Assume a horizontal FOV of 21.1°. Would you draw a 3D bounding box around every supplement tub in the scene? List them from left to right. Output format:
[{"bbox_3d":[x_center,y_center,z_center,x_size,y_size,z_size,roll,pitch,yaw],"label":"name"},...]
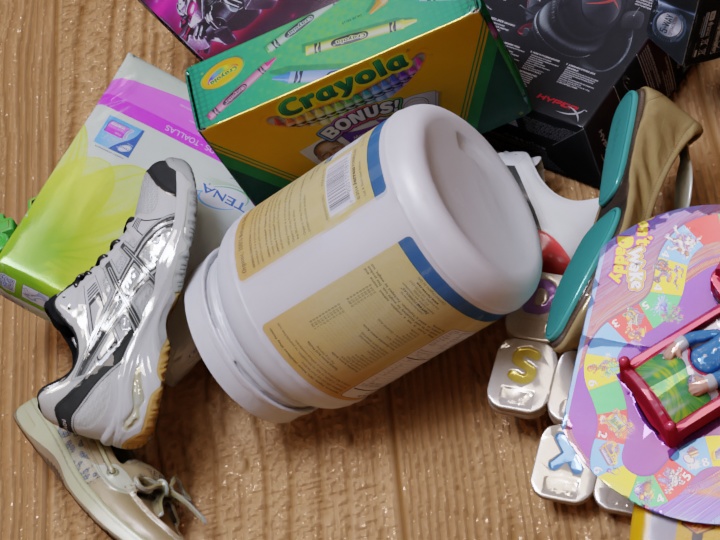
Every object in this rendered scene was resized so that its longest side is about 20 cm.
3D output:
[{"bbox_3d":[0.000,0.000,1.237,0.200,0.145,0.145,-31,46,27],"label":"supplement tub"}]

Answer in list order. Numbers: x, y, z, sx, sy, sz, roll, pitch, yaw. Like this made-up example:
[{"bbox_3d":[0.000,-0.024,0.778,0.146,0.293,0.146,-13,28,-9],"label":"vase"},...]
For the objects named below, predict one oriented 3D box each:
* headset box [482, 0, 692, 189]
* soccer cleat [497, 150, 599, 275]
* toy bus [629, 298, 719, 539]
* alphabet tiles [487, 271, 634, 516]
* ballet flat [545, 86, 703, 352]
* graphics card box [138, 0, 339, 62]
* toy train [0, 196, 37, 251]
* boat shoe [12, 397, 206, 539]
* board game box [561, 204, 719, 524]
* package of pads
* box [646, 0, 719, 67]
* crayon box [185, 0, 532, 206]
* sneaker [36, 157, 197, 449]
[{"bbox_3d":[0.159,-0.173,1.371,0.148,0.075,0.200,23,67,33],"label":"headset box"},{"bbox_3d":[0.082,-0.055,1.327,0.200,0.069,0.085,31,63,32],"label":"soccer cleat"},{"bbox_3d":[0.203,0.120,1.125,0.078,0.065,0.201,5,66,14],"label":"toy bus"},{"bbox_3d":[0.183,0.060,1.204,0.199,0.015,0.196,10,65,17],"label":"alphabet tiles"},{"bbox_3d":[0.173,-0.028,1.214,0.063,0.069,0.201,25,63,-8],"label":"ballet flat"},{"bbox_3d":[-0.085,-0.207,1.396,0.125,0.051,0.200,-45,58,1],"label":"graphics card box"},{"bbox_3d":[-0.222,-0.037,1.453,0.199,0.042,0.056,-21,40,7],"label":"toy train"},{"bbox_3d":[-0.162,0.133,1.281,0.063,0.073,0.200,-42,51,-7],"label":"boat shoe"},{"bbox_3d":[0.201,0.043,1.102,0.157,0.039,0.201,9,66,16],"label":"board game box"},{"bbox_3d":[-0.144,-0.034,1.366,0.154,0.068,0.200,27,67,4],"label":"package of pads"},{"bbox_3d":[0.279,-0.241,1.258,0.160,0.201,0.044,-17,45,-27],"label":"box"},{"bbox_3d":[0.000,-0.119,1.277,0.199,0.119,0.058,-22,54,10],"label":"crayon box"},{"bbox_3d":[-0.160,0.013,1.265,0.087,0.076,0.201,12,70,-5],"label":"sneaker"}]
